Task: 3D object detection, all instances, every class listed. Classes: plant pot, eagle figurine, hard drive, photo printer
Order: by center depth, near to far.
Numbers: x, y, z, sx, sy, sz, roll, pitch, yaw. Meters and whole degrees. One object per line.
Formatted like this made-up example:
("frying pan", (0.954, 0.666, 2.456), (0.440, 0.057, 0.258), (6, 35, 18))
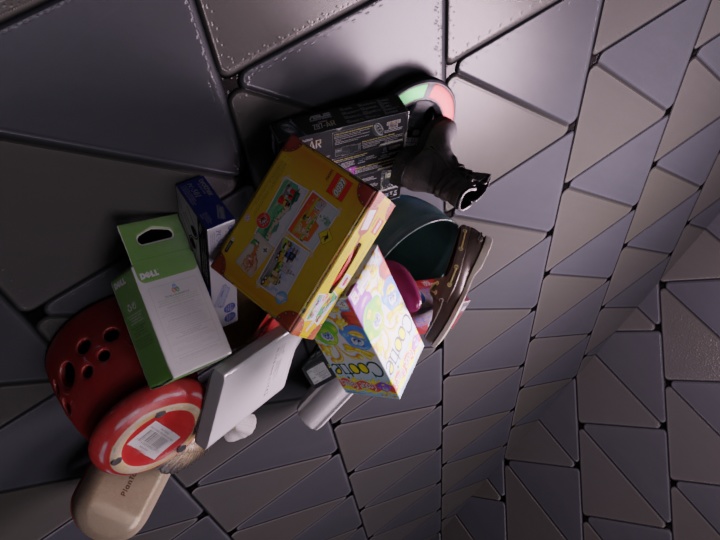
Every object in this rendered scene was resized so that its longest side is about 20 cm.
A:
("plant pot", (-0.318, 0.165, 1.003), (0.198, 0.183, 0.203), (-30, 148, -21))
("hard drive", (-0.162, 0.162, 1.048), (0.199, 0.026, 0.135), (-33, 146, -58))
("eagle figurine", (-0.265, 0.246, 1.191), (0.146, 0.200, 0.157), (-3, 103, 5))
("plant pot", (0.055, -0.049, 1.198), (0.197, 0.135, 0.203), (-28, 148, -19))
("photo printer", (-0.034, 0.217, 1.440), (0.200, 0.069, 0.166), (-47, 179, 10))

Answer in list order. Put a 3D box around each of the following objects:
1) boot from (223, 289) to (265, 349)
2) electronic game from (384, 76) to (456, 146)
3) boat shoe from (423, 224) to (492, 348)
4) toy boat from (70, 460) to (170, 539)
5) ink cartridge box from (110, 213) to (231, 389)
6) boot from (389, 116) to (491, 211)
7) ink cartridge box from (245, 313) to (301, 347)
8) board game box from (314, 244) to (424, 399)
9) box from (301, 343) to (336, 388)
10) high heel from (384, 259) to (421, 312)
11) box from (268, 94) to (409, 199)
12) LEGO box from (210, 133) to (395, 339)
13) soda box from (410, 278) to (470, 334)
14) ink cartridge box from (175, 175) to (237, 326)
("boot", (-0.150, 0.033, 1.147), (0.172, 0.067, 0.202), (-6, 138, -40))
("electronic game", (0.070, -0.209, 1.104), (0.197, 0.042, 0.203), (-28, 146, -20))
("boat shoe", (0.145, 0.024, 1.136), (0.204, 0.058, 0.072), (-62, 179, -9))
("toy boat", (-0.406, 0.350, 1.202), (0.129, 0.130, 0.204), (34, 74, -22))
("ink cartridge box", (-0.255, 0.038, 0.924), (0.059, 0.205, 0.103), (-24, 177, 38))
("boot", (0.136, -0.153, 1.047), (0.201, 0.129, 0.071), (-50, 156, -44))
("ink cartridge box", (-0.145, 0.131, 1.136), (0.163, 0.049, 0.200), (-58, 176, -6))
("board game box", (0.000, 0.075, 1.013), (0.104, 0.103, 0.203), (-58, 135, -37))
("box", (-0.002, 0.124, 1.306), (0.197, 0.052, 0.158), (-31, -170, 17))
("high heel", (0.000, 0.000, 1.050), (0.095, 0.200, 0.068), (-7, 135, -53))
("box", (-0.031, -0.154, 1.017), (0.195, 0.044, 0.163), (-17, 141, -17))
("LEGO box", (-0.073, -0.043, 0.896), (0.203, 0.148, 0.077), (-57, 158, 3))
("soda box", (0.093, 0.063, 1.188), (0.197, 0.064, 0.071), (-4, 135, -45))
("ink cartridge box", (-0.209, -0.019, 0.975), (0.043, 0.094, 0.203), (-23, 145, -26))
